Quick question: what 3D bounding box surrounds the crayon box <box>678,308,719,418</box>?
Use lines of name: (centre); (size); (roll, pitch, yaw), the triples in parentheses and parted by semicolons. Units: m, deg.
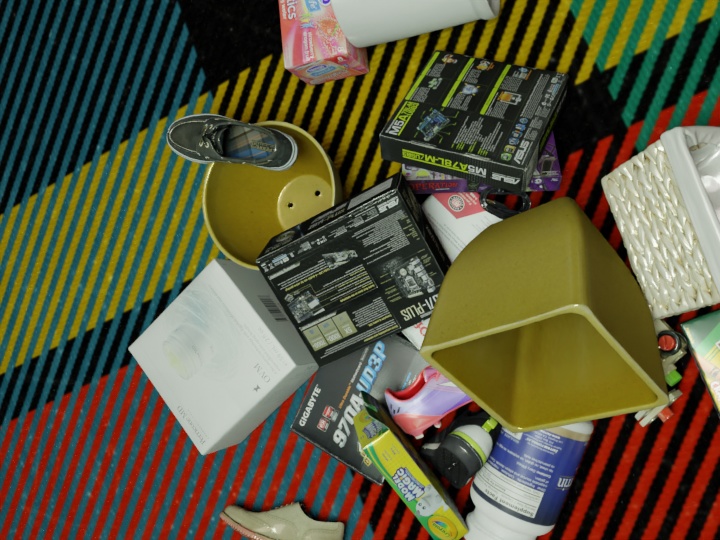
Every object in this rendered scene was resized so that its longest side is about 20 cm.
crayon box: (0.500, 0.125, 0.881); (0.172, 0.058, 0.201); (-24, 79, 18)

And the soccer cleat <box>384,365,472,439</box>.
soccer cleat: (0.127, 0.142, 0.988); (0.199, 0.067, 0.077); (-33, 101, -2)

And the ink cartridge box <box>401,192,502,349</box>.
ink cartridge box: (0.115, -0.009, 1.016); (0.200, 0.083, 0.146); (-47, 74, 12)

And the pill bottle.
pill bottle: (0.207, 0.260, 0.954); (0.115, 0.116, 0.201); (22, 96, 20)

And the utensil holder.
utensil holder: (0.071, -0.403, 1.009); (0.199, 0.170, 0.171); (-7, 85, 22)

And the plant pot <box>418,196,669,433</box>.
plant pot: (0.209, 0.037, 0.847); (0.195, 0.194, 0.201); (-22, 40, 37)

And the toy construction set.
toy construction set: (0.322, 0.097, 0.927); (0.200, 0.092, 0.131); (47, 113, 16)

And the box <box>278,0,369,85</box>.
box: (-0.056, -0.386, 1.091); (0.102, 0.095, 0.201); (-6, 85, 19)

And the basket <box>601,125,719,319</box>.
basket: (0.386, -0.051, 0.871); (0.123, 0.135, 0.201); (-32, 70, 49)

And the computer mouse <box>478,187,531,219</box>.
computer mouse: (0.233, -0.053, 0.957); (0.199, 0.034, 0.059); (27, 80, -15)

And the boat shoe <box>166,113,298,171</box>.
boat shoe: (-0.179, -0.174, 0.996); (0.199, 0.057, 0.069); (11, 91, 20)

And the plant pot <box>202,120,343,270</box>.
plant pot: (-0.103, -0.097, 1.070); (0.199, 0.142, 0.202); (-1, 87, 19)

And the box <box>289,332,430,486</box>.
box: (0.011, 0.176, 1.066); (0.158, 0.046, 0.201); (28, 97, 18)

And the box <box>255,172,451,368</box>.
box: (0.000, 0.000, 0.933); (0.199, 0.086, 0.164); (-26, 106, 16)

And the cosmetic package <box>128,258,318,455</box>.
cosmetic package: (-0.195, 0.124, 1.106); (0.200, 0.123, 0.200); (-45, 74, 14)

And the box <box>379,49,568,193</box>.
box: (0.150, -0.200, 0.975); (0.192, 0.048, 0.201); (15, 53, 21)

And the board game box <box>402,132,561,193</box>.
board game box: (0.153, -0.151, 0.979); (0.199, 0.032, 0.120); (-1, 45, 4)

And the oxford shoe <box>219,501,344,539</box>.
oxford shoe: (-0.113, 0.375, 1.103); (0.199, 0.071, 0.074); (13, 67, 21)

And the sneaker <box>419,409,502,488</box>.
sneaker: (0.137, 0.224, 0.960); (0.072, 0.200, 0.083); (44, 72, 6)

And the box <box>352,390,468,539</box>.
box: (0.055, 0.251, 0.968); (0.048, 0.117, 0.200); (-35, 100, 0)
